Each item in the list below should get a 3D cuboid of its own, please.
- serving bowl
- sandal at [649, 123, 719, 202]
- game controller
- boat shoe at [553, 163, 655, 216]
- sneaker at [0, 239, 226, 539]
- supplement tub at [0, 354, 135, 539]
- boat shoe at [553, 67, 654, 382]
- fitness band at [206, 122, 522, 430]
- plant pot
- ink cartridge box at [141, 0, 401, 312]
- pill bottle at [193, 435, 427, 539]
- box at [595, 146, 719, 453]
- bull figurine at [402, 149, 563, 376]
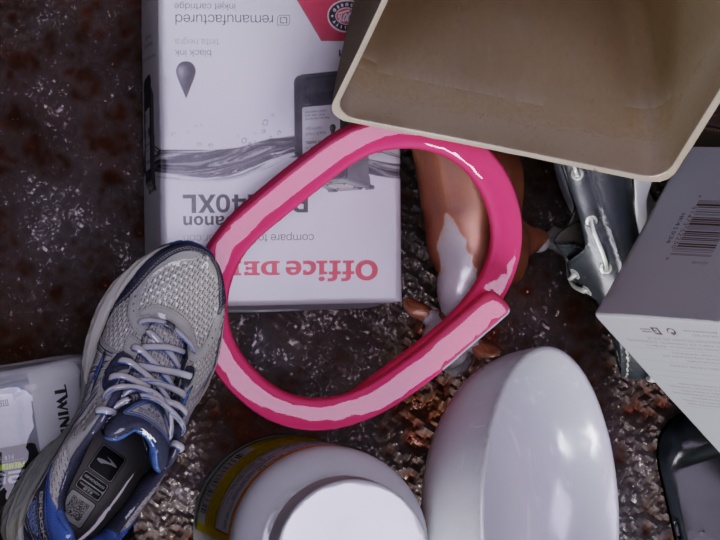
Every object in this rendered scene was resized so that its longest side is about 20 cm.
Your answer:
[{"bbox_3d":[0.085,0.145,1.601,0.066,0.200,0.200,-4,90,27],"label":"serving bowl"},{"bbox_3d":[0.244,-0.033,1.679,0.200,0.055,0.082,25,92,-29],"label":"sandal"},{"bbox_3d":[0.249,0.177,1.697,0.104,0.042,0.200,-13,92,2],"label":"game controller"},{"bbox_3d":[0.161,-0.111,1.651,0.075,0.086,0.202,-2,92,-11],"label":"boat shoe"},{"bbox_3d":[-0.118,0.077,1.471,0.077,0.085,0.200,27,78,-18],"label":"sneaker"},{"bbox_3d":[-0.189,0.153,1.551,0.122,0.123,0.200,-9,91,-13],"label":"supplement tub"},{"bbox_3d":[0.143,-0.024,1.622,0.060,0.076,0.200,-10,109,-3],"label":"boat shoe"},{"bbox_3d":[0.000,0.000,1.547,0.200,0.037,0.144,-38,96,-1],"label":"fitness band"},{"bbox_3d":[0.108,-0.191,1.491,0.200,0.200,0.177,11,53,-12],"label":"plant pot"},{"bbox_3d":[-0.052,-0.075,1.604,0.145,0.083,0.200,-1,90,-12],"label":"ink cartridge box"},{"bbox_3d":[-0.025,0.152,1.548,0.113,0.200,0.113,0,89,-12],"label":"pill bottle"},{"bbox_3d":[0.248,0.037,1.592,0.200,0.097,0.124,46,63,-33],"label":"box"},{"bbox_3d":[0.070,-0.040,1.612,0.065,0.121,0.200,3,107,30],"label":"bull figurine"}]
